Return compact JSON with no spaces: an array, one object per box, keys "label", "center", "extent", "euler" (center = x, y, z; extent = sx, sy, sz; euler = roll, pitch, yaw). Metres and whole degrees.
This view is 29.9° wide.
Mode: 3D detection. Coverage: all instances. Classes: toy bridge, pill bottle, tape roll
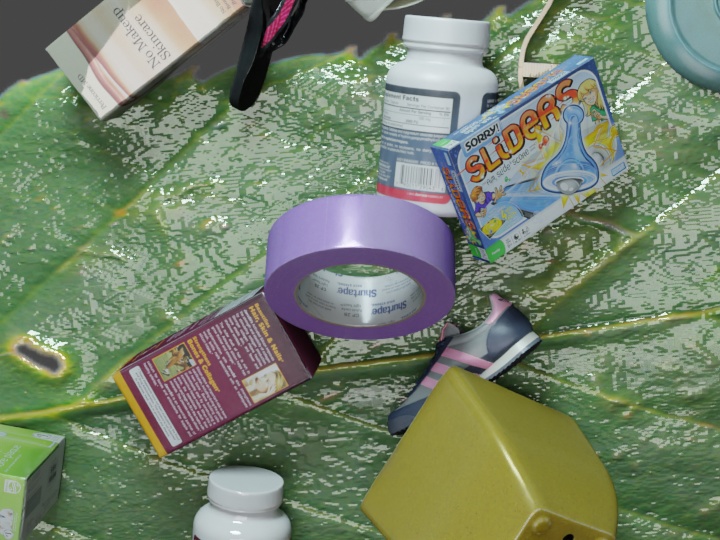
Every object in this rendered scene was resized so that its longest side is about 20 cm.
[{"label":"toy bridge","center":[0.202,-0.213,1.440],"extent":[0.067,0.027,0.200],"euler":[4,101,7]},{"label":"pill bottle","center":[-0.137,0.331,1.530],"extent":[0.113,0.113,0.200],"euler":[7,102,4]},{"label":"tape roll","center":[0.000,0.000,1.414],"extent":[0.200,0.200,0.066],"euler":[0,60,5]},{"label":"pill bottle","center":[0.083,-0.163,1.413],"extent":[0.119,0.120,0.200],"euler":[6,101,4]}]

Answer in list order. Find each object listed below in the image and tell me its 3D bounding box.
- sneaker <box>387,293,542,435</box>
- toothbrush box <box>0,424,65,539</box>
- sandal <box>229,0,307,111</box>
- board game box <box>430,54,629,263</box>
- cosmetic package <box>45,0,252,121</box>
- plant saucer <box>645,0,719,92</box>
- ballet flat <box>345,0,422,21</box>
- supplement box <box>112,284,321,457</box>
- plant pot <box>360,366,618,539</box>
[{"label":"sneaker","center":[0.101,0.105,1.498],"extent":[0.200,0.070,0.082],"euler":[-36,79,8]},{"label":"toothbrush box","center":[-0.453,0.229,1.521],"extent":[0.200,0.146,0.086],"euler":[9,102,4]},{"label":"sandal","center":[-0.089,-0.261,1.432],"extent":[0.045,0.075,0.200],"euler":[23,110,17]},{"label":"board game box","center":[0.178,-0.116,1.391],"extent":[0.200,0.034,0.136],"euler":[-34,117,-20]},{"label":"cosmetic package","center":[-0.221,-0.260,1.437],"extent":[0.200,0.087,0.103],"euler":[-38,97,11]},{"label":"plant saucer","center":[0.400,-0.285,1.409],"extent":[0.200,0.027,0.201],"euler":[1,100,4]},{"label":"ballet flat","center":[0.074,-0.326,1.415],"extent":[0.200,0.069,0.070],"euler":[-28,97,5]},{"label":"supplement box","center":[-0.158,0.108,1.502],"extent":[0.200,0.086,0.110],"euler":[-28,96,10]},{"label":"plant pot","center":[0.153,0.256,1.413],"extent":[0.194,0.200,0.196],"euler":[25,104,-29]}]
